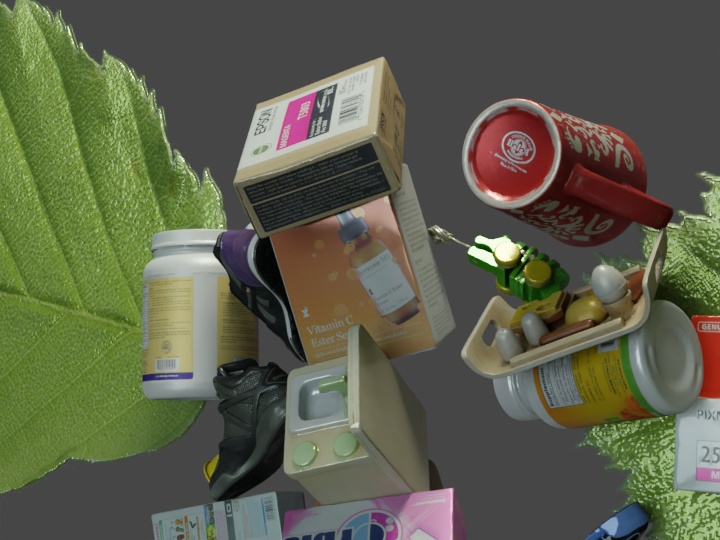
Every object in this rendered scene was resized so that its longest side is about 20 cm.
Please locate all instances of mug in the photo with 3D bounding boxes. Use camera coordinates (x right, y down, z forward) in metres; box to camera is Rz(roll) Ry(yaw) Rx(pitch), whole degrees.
[{"bbox_3d":[0.213,-0.104,1.268,0.176,0.199,0.135,-5,81,32],"label":"mug"}]

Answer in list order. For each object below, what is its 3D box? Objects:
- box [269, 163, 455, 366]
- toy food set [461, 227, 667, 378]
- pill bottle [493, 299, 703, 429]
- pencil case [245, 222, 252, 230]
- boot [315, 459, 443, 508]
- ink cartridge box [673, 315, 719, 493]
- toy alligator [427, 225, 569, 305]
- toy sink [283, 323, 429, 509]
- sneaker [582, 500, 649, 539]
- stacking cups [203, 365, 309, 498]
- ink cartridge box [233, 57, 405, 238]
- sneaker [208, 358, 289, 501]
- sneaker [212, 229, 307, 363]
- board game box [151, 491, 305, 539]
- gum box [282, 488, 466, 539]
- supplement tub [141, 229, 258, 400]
[{"bbox_3d":[0.000,0.000,1.402,0.151,0.106,0.201,-17,93,18],"label":"box"},{"bbox_3d":[0.203,0.026,1.232,0.199,0.144,0.061,-22,104,27],"label":"toy food set"},{"bbox_3d":[0.234,0.101,1.272,0.199,0.111,0.112,-16,75,46],"label":"pill bottle"},{"bbox_3d":[-0.051,-0.086,1.505,0.091,0.083,0.200,46,109,15],"label":"pencil case"},{"bbox_3d":[0.026,0.320,1.406,0.154,0.077,0.201,-22,68,23],"label":"boot"},{"bbox_3d":[0.406,0.132,1.211,0.199,0.043,0.175,0,86,33],"label":"ink cartridge box"},{"bbox_3d":[0.164,-0.012,1.379,0.199,0.060,0.054,34,63,31],"label":"toy alligator"},{"bbox_3d":[-0.012,0.171,1.342,0.111,0.200,0.131,-15,51,18],"label":"toy sink"},{"bbox_3d":[0.237,0.324,1.287,0.078,0.070,0.200,47,113,19],"label":"sneaker"},{"bbox_3d":[-0.107,0.193,1.523,0.200,0.060,0.061,-45,63,19],"label":"stacking cups"},{"bbox_3d":[-0.039,-0.135,1.348,0.164,0.075,0.201,-18,30,14],"label":"ink cartridge box"},{"bbox_3d":[-0.135,0.180,1.469,0.114,0.076,0.200,53,131,27],"label":"sneaker"},{"bbox_3d":[-0.105,0.025,1.484,0.087,0.201,0.076,7,47,36],"label":"sneaker"},{"bbox_3d":[-0.156,0.357,1.534,0.199,0.064,0.149,-15,76,29],"label":"board game box"},{"bbox_3d":[0.008,0.303,1.306,0.198,0.066,0.114,-10,39,12],"label":"gum box"},{"bbox_3d":[-0.196,0.057,1.545,0.144,0.145,0.202,-5,81,32],"label":"supplement tub"}]
